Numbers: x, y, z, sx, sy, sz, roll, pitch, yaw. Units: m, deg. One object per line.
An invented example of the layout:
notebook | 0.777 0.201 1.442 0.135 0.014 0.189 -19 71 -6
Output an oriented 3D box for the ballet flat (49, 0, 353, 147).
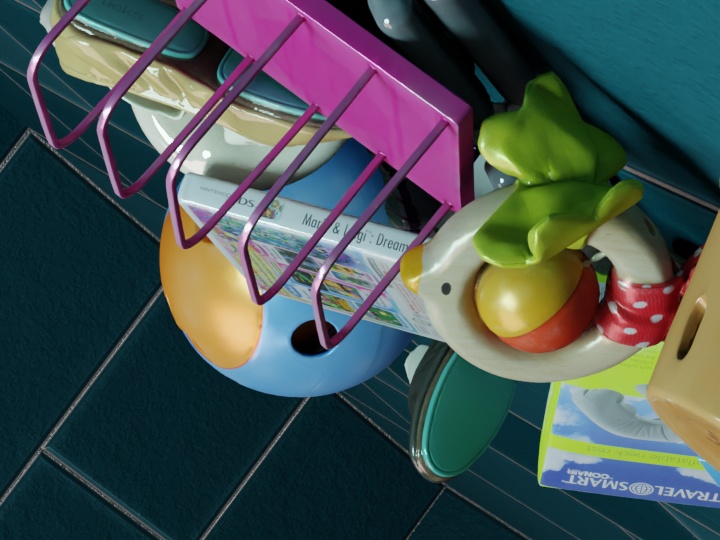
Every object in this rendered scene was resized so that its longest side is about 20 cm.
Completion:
ballet flat | -0.082 -0.107 1.619 0.199 0.069 0.063 24 136 13

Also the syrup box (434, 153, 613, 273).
syrup box | 0.125 -0.003 1.722 0.079 0.082 0.200 34 175 31

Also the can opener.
can opener | 0.071 -0.086 1.491 0.200 0.053 0.067 45 -162 -52

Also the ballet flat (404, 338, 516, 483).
ballet flat | 0.073 0.048 1.830 0.068 0.200 0.068 42 156 -29

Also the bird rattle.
bird rattle | 0.115 -0.002 1.492 0.200 0.163 0.113 37 -144 -39

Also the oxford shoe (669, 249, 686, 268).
oxford shoe | 0.196 0.047 1.719 0.071 0.074 0.200 39 174 29

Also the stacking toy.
stacking toy | -0.049 -0.123 1.739 0.146 0.146 0.200 36 -170 7

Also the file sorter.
file sorter | -0.057 -0.072 1.489 0.200 0.126 0.139 37 167 13

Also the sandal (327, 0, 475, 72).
sandal | -0.030 -0.141 1.597 0.200 0.075 0.045 34 132 10

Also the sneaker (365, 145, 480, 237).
sneaker | 0.063 -0.049 1.789 0.087 0.075 0.200 29 170 23

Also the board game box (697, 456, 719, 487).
board game box | 0.290 0.129 1.637 0.153 0.040 0.200 6 160 25

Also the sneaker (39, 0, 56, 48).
sneaker | -0.141 -0.159 1.964 0.200 0.105 0.075 31 169 37

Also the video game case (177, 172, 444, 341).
video game case | 0.000 0.000 1.705 0.181 0.024 0.200 16 169 15

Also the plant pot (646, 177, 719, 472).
plant pot | 0.219 0.039 1.251 0.200 0.140 0.200 36 174 4

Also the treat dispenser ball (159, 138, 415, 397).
treat dispenser ball | -0.043 -0.011 2.047 0.201 0.201 0.201 36 174 5

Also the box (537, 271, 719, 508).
box | 0.171 0.077 1.685 0.121 0.048 0.200 8 146 2
